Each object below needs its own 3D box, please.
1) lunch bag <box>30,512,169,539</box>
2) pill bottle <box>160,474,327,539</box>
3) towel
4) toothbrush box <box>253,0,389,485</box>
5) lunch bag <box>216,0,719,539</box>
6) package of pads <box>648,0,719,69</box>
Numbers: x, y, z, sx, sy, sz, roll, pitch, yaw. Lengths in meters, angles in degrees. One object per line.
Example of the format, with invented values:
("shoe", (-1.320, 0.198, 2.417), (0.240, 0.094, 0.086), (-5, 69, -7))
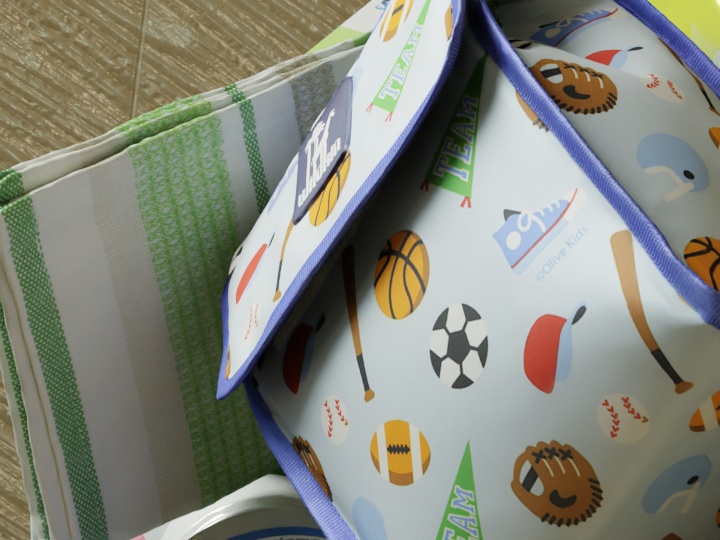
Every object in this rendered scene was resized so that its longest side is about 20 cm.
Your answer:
("lunch bag", (-0.059, 0.138, 1.137), (0.127, 0.169, 0.200), (-55, -37, -73))
("pill bottle", (-0.023, 0.150, 0.825), (0.112, 0.112, 0.200), (-54, 19, 11))
("towel", (-0.041, 0.002, 0.860), (0.200, 0.031, 0.149), (-25, -58, -31))
("toothbrush box", (0.000, 0.000, 0.965), (0.200, 0.146, 0.086), (-41, 37, -24))
("lunch bag", (0.044, 0.004, 0.746), (0.124, 0.200, 0.170), (3, -48, -42))
("package of pads", (0.113, -0.039, 0.832), (0.155, 0.068, 0.200), (-53, 44, 42))
